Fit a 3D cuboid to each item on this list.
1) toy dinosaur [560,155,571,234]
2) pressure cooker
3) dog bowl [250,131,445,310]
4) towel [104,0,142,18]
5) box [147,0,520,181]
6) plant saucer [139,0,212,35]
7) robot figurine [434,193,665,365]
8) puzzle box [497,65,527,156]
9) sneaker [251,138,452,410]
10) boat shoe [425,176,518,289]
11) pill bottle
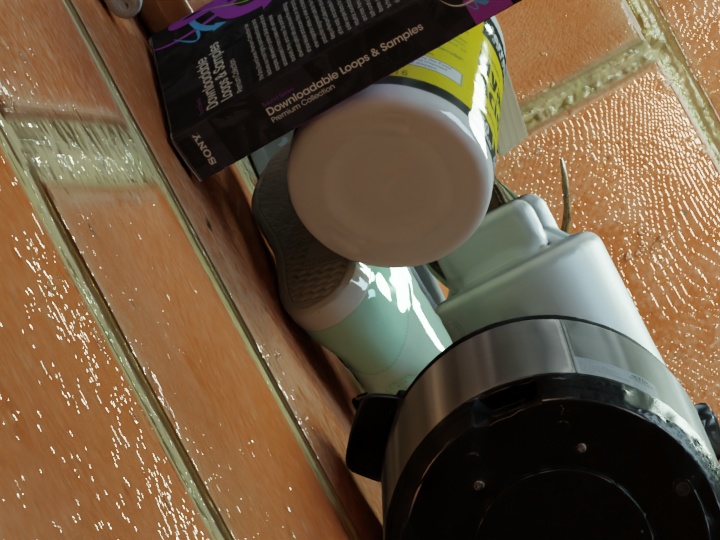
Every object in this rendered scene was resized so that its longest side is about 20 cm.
[{"bbox_3d":[0.104,0.039,1.915,0.060,0.200,0.106,27,-23,17],"label":"toy dinosaur"},{"bbox_3d":[0.098,0.115,1.486,0.176,0.178,0.200,57,6,-12],"label":"pressure cooker"},{"bbox_3d":[-0.004,-0.024,1.892,0.200,0.059,0.200,62,5,-9],"label":"dog bowl"},{"bbox_3d":[-0.171,-0.237,1.575,0.147,0.024,0.200,58,6,-43],"label":"towel"},{"bbox_3d":[-0.015,-0.134,1.570,0.036,0.200,0.143,60,6,-27],"label":"box"},{"bbox_3d":[-0.117,-0.175,1.732,0.200,0.032,0.200,60,5,-9],"label":"plant saucer"},{"bbox_3d":[0.119,0.056,1.767,0.200,0.113,0.170,63,19,1],"label":"robot figurine"},{"bbox_3d":[0.024,-0.170,1.921,0.200,0.025,0.133,41,-15,34],"label":"puzzle box"},{"bbox_3d":[0.000,0.000,1.688,0.118,0.074,0.201,51,20,-32],"label":"sneaker"},{"bbox_3d":[0.050,-0.052,1.895,0.075,0.075,0.202,49,2,-44],"label":"boat shoe"},{"bbox_3d":[0.024,-0.099,1.631,0.111,0.111,0.200,59,22,-29],"label":"pill bottle"}]
